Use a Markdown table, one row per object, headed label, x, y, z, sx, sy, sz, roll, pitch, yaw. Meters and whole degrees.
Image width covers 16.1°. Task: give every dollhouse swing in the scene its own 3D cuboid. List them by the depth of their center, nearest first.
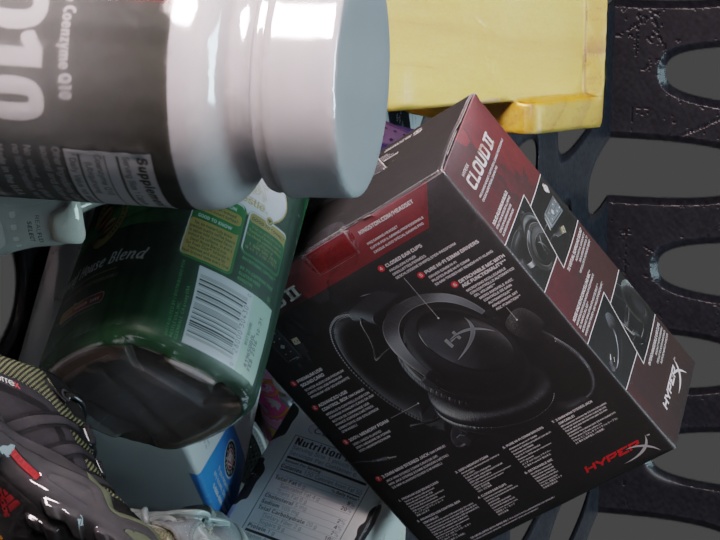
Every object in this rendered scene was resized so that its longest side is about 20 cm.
| label | x | y | z | sx | sy | sz | roll | pitch | yaw |
| --- | --- | --- | --- | --- | --- | --- | --- | --- | --- |
| dollhouse swing | 0.029 | -0.174 | 1.296 | 0.182 | 0.175 | 0.201 | 18 | -70 | 60 |

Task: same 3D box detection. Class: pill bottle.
| label | x | y | z | sx | sy | sz | roll | pitch | yaw |
| --- | --- | --- | --- | --- | --- | --- | --- | --- | --- |
| pill bottle | -0.095 | -0.083 | 0.997 | 0.114 | 0.199 | 0.114 | 4 | 90 | -77 |

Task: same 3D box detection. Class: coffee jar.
| label | x | y | z | sx | sy | sz | roll | pitch | yaw |
| --- | --- | --- | --- | --- | --- | --- | --- | --- | --- |
| coffee jar | -0.072 | -0.027 | 1.146 | 0.104 | 0.085 | 0.201 | -30 | -142 | 51 |

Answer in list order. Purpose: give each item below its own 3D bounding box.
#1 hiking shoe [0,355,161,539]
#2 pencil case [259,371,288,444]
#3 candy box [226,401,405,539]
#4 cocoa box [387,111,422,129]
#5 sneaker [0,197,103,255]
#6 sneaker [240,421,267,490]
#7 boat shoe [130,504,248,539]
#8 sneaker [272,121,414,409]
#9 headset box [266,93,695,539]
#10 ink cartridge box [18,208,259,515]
| label | x | y | z | sx | sy | sz | roll | pitch | yaw |
| --- | --- | --- | --- | --- | --- | --- | --- | --- | --- |
| hiking shoe | -0.123 | 0.086 | 1.032 | 0.200 | 0.076 | 0.101 | 48 | 27 | -17 |
| pencil case | -0.033 | 0.044 | 1.569 | 0.200 | 0.087 | 0.088 | 78 | 20 | -52 |
| candy box | -0.044 | 0.197 | 1.293 | 0.168 | 0.071 | 0.200 | 92 | 21 | -46 |
| cocoa box | -0.042 | -0.149 | 1.361 | 0.134 | 0.131 | 0.201 | -73 | 161 | -46 |
| sneaker | -0.126 | -0.069 | 1.127 | 0.200 | 0.086 | 0.075 | -74 | 160 | -47 |
| sneaker | -0.094 | 0.150 | 1.356 | 0.077 | 0.078 | 0.201 | 70 | 27 | -49 |
| boat shoe | -0.106 | 0.139 | 1.136 | 0.065 | 0.074 | 0.202 | 69 | 25 | -6 |
| sneaker | 0.000 | 0.000 | 1.316 | 0.081 | 0.088 | 0.201 | -72 | 165 | -52 |
| headset box | 0.039 | 0.024 | 1.215 | 0.200 | 0.149 | 0.077 | 49 | 32 | -16 |
| ink cartridge box | -0.097 | 0.012 | 1.274 | 0.147 | 0.085 | 0.201 | 74 | 23 | -58 |
